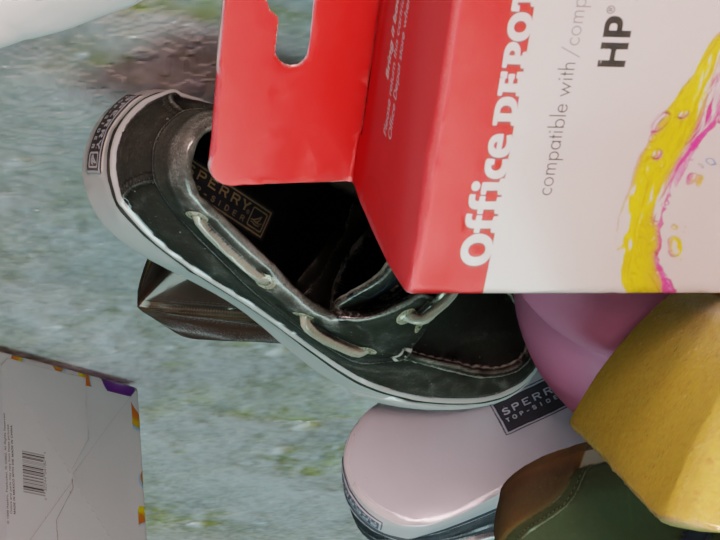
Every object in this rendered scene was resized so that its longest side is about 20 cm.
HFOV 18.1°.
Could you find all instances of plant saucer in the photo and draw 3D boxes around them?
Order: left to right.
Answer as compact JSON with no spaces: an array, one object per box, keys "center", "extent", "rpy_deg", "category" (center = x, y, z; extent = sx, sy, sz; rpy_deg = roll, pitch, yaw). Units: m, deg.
[{"center":[0.165,0.031,0.600],"extent":[0.200,0.049,0.200],"rpy_deg":[0,-177,-2],"category":"plant saucer"}]

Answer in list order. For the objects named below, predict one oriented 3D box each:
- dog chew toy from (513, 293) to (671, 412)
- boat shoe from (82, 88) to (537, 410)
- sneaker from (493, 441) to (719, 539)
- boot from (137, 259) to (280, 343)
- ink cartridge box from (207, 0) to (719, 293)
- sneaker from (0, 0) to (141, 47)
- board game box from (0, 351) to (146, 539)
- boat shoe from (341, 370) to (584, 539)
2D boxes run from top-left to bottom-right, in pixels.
[{"center":[0.099,-0.018,0.728],"extent":[0.124,0.125,0.200],"rpy_deg":[-10,154,15],"category":"dog chew toy"},{"center":[0.000,0.000,0.758],"extent":[0.200,0.071,0.064],"rpy_deg":[26,168,-37],"category":"boat shoe"},{"center":[0.132,0.102,0.716],"extent":[0.200,0.090,0.067],"rpy_deg":[-5,137,22],"category":"sneaker"},{"center":[-0.013,0.020,0.889],"extent":[0.200,0.064,0.186],"rpy_deg":[1,148,-29],"category":"boot"},{"center":[0.068,-0.058,0.580],"extent":[0.200,0.067,0.116],"rpy_deg":[-1,119,-14],"category":"ink cartridge box"},{"center":[-0.139,-0.055,0.594],"extent":[0.200,0.087,0.075],"rpy_deg":[-13,159,19],"category":"sneaker"},{"center":[-0.210,0.117,1.069],"extent":[0.200,0.105,0.103],"rpy_deg":[-16,160,31],"category":"board game box"},{"center":[0.089,0.057,0.862],"extent":[0.200,0.072,0.068],"rpy_deg":[-23,158,-8],"category":"boat shoe"}]
